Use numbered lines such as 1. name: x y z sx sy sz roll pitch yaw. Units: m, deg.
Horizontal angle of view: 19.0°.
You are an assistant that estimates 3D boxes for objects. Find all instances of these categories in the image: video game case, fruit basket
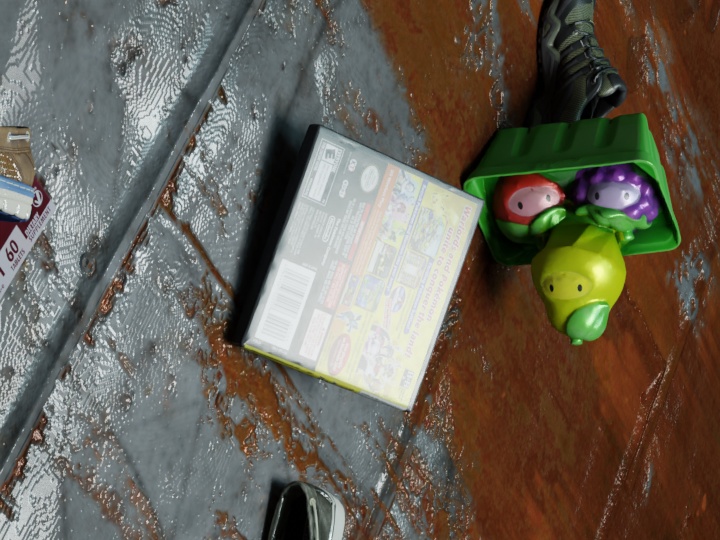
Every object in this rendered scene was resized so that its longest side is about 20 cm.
1. video game case: 0.000 0.000 1.868 0.180 0.025 0.202 23 84 -27
2. fruit basket: 0.213 -0.040 2.155 0.217 0.214 0.156 -62 143 -31

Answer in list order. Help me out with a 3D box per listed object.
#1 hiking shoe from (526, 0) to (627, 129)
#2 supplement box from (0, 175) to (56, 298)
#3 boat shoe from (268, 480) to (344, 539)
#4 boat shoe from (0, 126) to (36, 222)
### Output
1. hiking shoe: 0.240 -0.209 2.266 0.076 0.100 0.202 15 83 -59
2. supplement box: -0.292 -0.069 1.438 0.109 0.060 0.201 -63 142 -30
3. boat shoe: -0.063 0.285 1.889 0.064 0.070 0.202 33 60 -57
4. boat shoe: -0.273 -0.085 1.352 0.200 0.072 0.073 27 70 -66
